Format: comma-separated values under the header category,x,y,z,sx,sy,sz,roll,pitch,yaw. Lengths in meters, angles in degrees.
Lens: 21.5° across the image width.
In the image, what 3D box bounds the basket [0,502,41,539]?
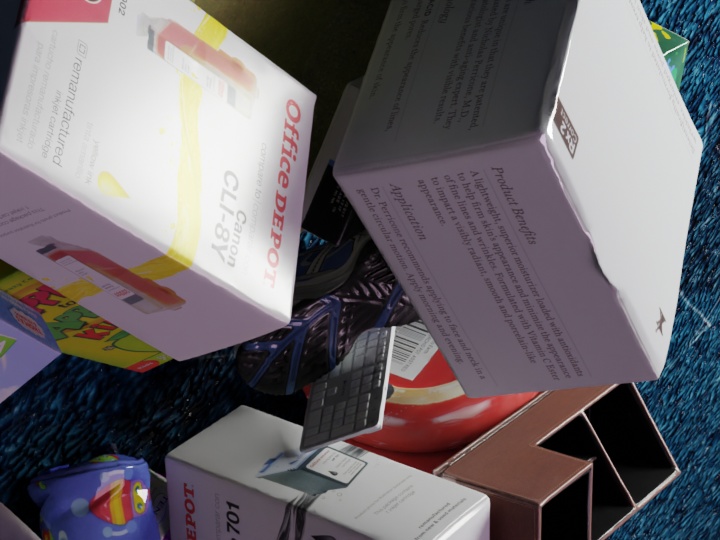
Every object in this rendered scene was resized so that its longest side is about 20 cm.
category,x,y,z,sx,sy,sz,roll,pitch,yaw
basket,-0.262,0.228,1.074,0.200,0.135,0.124,-43,150,-22

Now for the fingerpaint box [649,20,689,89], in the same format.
category,x,y,z,sx,sy,sz,roll,pitch,yaw
fingerpaint box,0.164,-0.078,1.464,0.167,0.073,0.201,-30,140,-37

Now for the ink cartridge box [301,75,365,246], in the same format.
category,x,y,z,sx,sy,sz,roll,pitch,yaw
ink cartridge box,0.021,-0.086,1.219,0.100,0.039,0.200,-67,169,22

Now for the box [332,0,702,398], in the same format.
category,x,y,z,sx,sy,sz,roll,pitch,yaw
box,0.101,-0.066,1.111,0.199,0.130,0.201,59,36,-38

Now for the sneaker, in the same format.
category,x,y,z,sx,sy,sz,roll,pitch,yaw
sneaker,0.000,0.000,1.239,0.199,0.077,0.076,-28,125,2

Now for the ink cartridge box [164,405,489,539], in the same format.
category,x,y,z,sx,sy,sz,roll,pitch,yaw
ink cartridge box,-0.021,0.189,1.198,0.086,0.199,0.147,-33,130,-47

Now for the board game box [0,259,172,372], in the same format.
category,x,y,z,sx,sy,sz,roll,pitch,yaw
board game box,-0.146,0.005,1.069,0.101,0.048,0.200,-24,159,23

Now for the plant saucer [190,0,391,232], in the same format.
category,x,y,z,sx,sy,sz,roll,pitch,yaw
plant saucer,-0.066,-0.125,1.116,0.199,0.048,0.201,5,113,-57

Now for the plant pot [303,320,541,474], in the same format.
category,x,y,z,sx,sy,sz,roll,pitch,yaw
plant pot,0.054,0.107,1.354,0.200,0.200,0.183,-39,142,-29

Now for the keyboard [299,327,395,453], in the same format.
category,x,y,z,sx,sy,sz,roll,pitch,yaw
keyboard,-0.004,0.049,1.255,0.200,0.056,0.011,-80,151,-55

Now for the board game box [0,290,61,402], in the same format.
category,x,y,z,sx,sy,sz,roll,pitch,yaw
board game box,-0.270,0.069,0.952,0.200,0.037,0.151,-40,150,6

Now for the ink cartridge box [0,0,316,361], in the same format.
category,x,y,z,sx,sy,sz,roll,pitch,yaw
ink cartridge box,-0.119,-0.065,0.941,0.200,0.083,0.146,34,51,-41

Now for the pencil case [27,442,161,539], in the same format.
category,x,y,z,sx,sy,sz,roll,pitch,yaw
pencil case,-0.161,0.211,1.180,0.078,0.087,0.201,-6,88,-51

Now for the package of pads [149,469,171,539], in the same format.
category,x,y,z,sx,sy,sz,roll,pitch,yaw
package of pads,-0.139,0.232,1.314,0.155,0.068,0.200,-56,149,-4

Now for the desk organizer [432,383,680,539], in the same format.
category,x,y,z,sx,sy,sz,roll,pitch,yaw
desk organizer,0.133,0.133,1.241,0.200,0.077,0.072,-29,124,-49
